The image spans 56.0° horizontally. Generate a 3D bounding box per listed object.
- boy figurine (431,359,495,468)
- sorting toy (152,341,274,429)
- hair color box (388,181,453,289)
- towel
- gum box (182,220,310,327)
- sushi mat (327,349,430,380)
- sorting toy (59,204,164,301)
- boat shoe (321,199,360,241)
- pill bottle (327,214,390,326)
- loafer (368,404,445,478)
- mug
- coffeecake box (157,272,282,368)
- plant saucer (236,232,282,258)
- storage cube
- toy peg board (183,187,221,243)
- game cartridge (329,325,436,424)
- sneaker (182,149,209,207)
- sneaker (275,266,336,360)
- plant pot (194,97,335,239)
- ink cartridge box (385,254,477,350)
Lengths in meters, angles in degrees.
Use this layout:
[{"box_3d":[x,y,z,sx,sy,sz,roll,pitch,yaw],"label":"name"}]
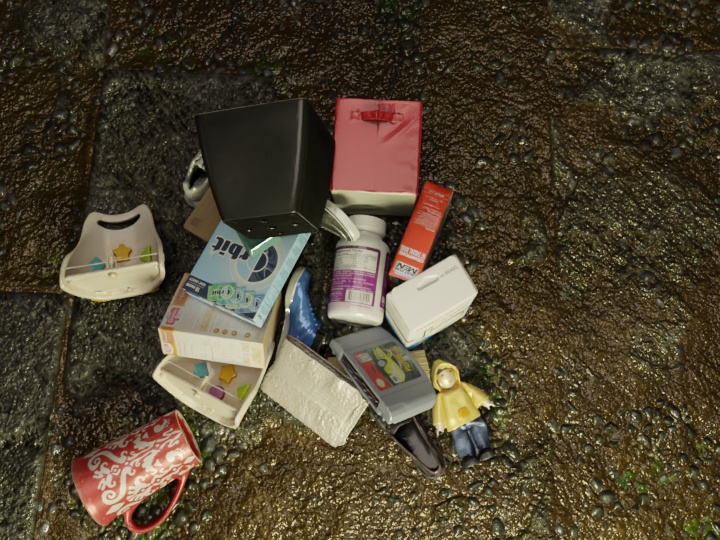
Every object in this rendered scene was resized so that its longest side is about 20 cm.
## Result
[{"box_3d":[0.191,0.260,1.276,0.122,0.064,0.203,-19,79,-1],"label":"boy figurine"},{"box_3d":[-0.256,0.187,1.295,0.197,0.107,0.181,22,63,19],"label":"sorting toy"},{"box_3d":[0.117,-0.059,1.335,0.063,0.111,0.203,20,76,8],"label":"hair color box"},{"box_3d":[-0.087,0.228,1.260,0.198,0.034,0.134,34,113,9],"label":"towel"},{"box_3d":[-0.211,-0.018,1.258,0.168,0.045,0.202,20,72,23],"label":"gum box"},{"box_3d":[0.035,0.203,1.303,0.196,0.012,0.097,-4,50,1],"label":"sushi mat"},{"box_3d":[-0.483,-0.046,1.356,0.196,0.107,0.183,-9,66,-3],"label":"sorting toy"},{"box_3d":[-0.090,-0.109,1.276,0.199,0.071,0.064,38,77,10],"label":"boat shoe"},{"box_3d":[0.000,0.000,1.323,0.110,0.112,0.204,7,76,3],"label":"pill bottle"},{"box_3d":[0.088,0.300,1.266,0.072,0.063,0.200,-40,76,-6],"label":"loafer"},{"box_3d":[-0.398,0.368,1.253,0.198,0.179,0.134,-29,40,-10],"label":"mug"},{"box_3d":[-0.262,0.093,1.291,0.196,0.074,0.155,8,43,4],"label":"coffeecake box"},{"box_3d":[-0.219,-0.116,1.271,0.069,0.019,0.201,-32,60,-2],"label":"plant saucer"},{"box_3d":[0.031,-0.218,1.337,0.168,0.200,0.183,3,81,2],"label":"storage cube"},{"box_3d":[-0.217,-0.110,1.380,0.197,0.098,0.202,27,76,24],"label":"toy peg board"},{"box_3d":[0.046,0.186,1.255,0.132,0.041,0.200,-9,45,-40],"label":"game cartridge"},{"box_3d":[-0.309,-0.230,1.408,0.074,0.081,0.203,20,76,8],"label":"sneaker"},{"box_3d":[-0.094,0.099,1.315,0.109,0.077,0.204,8,80,11],"label":"sneaker"},{"box_3d":[-0.155,-0.159,1.166,0.196,0.200,0.181,-5,79,11],"label":"plant pot"},{"box_3d":[0.126,0.065,1.256,0.145,0.200,0.085,-30,76,-6],"label":"ink cartridge box"}]
